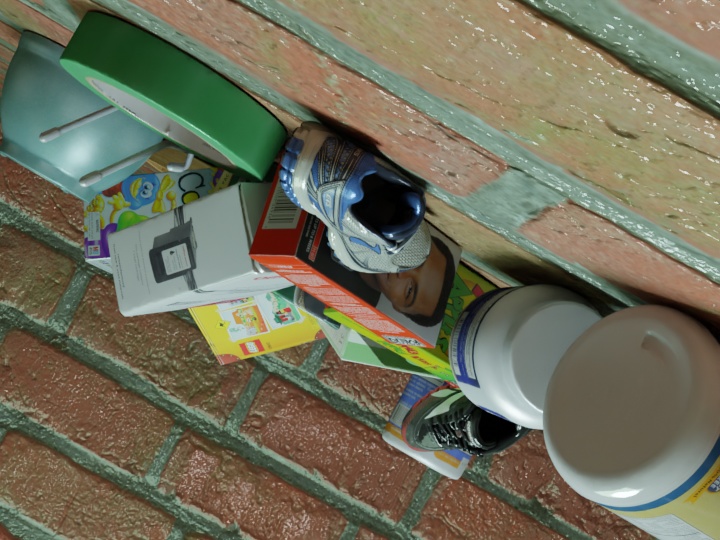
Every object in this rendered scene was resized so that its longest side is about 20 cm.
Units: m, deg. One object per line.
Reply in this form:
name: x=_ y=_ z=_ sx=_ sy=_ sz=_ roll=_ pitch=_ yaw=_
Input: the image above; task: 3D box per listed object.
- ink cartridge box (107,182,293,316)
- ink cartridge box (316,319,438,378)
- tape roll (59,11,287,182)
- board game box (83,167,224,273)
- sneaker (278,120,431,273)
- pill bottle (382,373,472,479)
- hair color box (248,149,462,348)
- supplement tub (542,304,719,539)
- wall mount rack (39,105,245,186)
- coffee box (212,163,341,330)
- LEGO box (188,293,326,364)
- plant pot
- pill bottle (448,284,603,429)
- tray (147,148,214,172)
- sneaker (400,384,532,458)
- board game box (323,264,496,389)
ink cartridge box: x=-0.117 y=-0.020 z=1.096 sx=0.199 sy=0.085 sz=0.144 roll=-16 pitch=173 yaw=41
ink cartridge box: x=0.047 y=0.092 z=1.307 sx=0.144 sy=0.048 sz=0.200 roll=13 pitch=-161 yaw=-24
tape roll: x=-0.159 y=-0.146 z=1.002 sx=0.199 sy=0.049 sz=0.200 roll=29 pitch=176 yaw=2
board game box: x=-0.231 y=-0.062 z=1.449 sx=0.197 sy=0.104 sz=0.105 roll=-4 pitch=171 yaw=5
sneaker: x=0.015 y=-0.040 z=0.911 sx=0.085 sy=0.078 sz=0.200 roll=21 pitch=172 yaw=33
pill bottle: x=0.118 y=0.143 z=1.437 sx=0.111 sy=0.202 sz=0.112 roll=28 pitch=175 yaw=2
hair color box: x=0.001 y=-0.016 z=1.023 sx=0.061 sy=0.103 sz=0.199 roll=2 pitch=158 yaw=42
supplement tub: x=0.243 y=0.127 z=0.852 sx=0.199 sy=0.146 sz=0.144 roll=32 pitch=175 yaw=-35
wall mount rack: x=-0.212 y=-0.121 z=1.168 sx=0.172 sy=0.075 sz=0.200 roll=14 pitch=-164 yaw=-40
coffee box: x=-0.077 y=-0.036 z=1.217 sx=0.199 sy=0.124 sz=0.044 roll=29 pitch=178 yaw=28
LEGO box: x=-0.127 y=0.011 z=1.368 sx=0.201 sy=0.147 sz=0.078 roll=71 pitch=-173 yaw=-51
plant pot: x=-0.333 y=-0.163 z=1.352 sx=0.199 sy=0.135 sz=0.200 roll=29 pitch=175 yaw=3
pill bottle: x=0.149 y=0.072 z=0.999 sx=0.119 sy=0.121 sz=0.200 roll=29 pitch=176 yaw=-5
tray: x=-0.213 y=-0.125 z=1.636 sx=0.199 sy=0.037 sz=0.099 roll=29 pitch=176 yaw=16
sneaker: x=0.119 y=0.167 z=1.299 sx=0.071 sy=0.199 sz=0.098 roll=63 pitch=-147 yaw=-9
board game box: x=0.062 y=0.034 z=1.161 sx=0.199 sy=0.103 sz=0.047 roll=31 pitch=156 yaw=-35
